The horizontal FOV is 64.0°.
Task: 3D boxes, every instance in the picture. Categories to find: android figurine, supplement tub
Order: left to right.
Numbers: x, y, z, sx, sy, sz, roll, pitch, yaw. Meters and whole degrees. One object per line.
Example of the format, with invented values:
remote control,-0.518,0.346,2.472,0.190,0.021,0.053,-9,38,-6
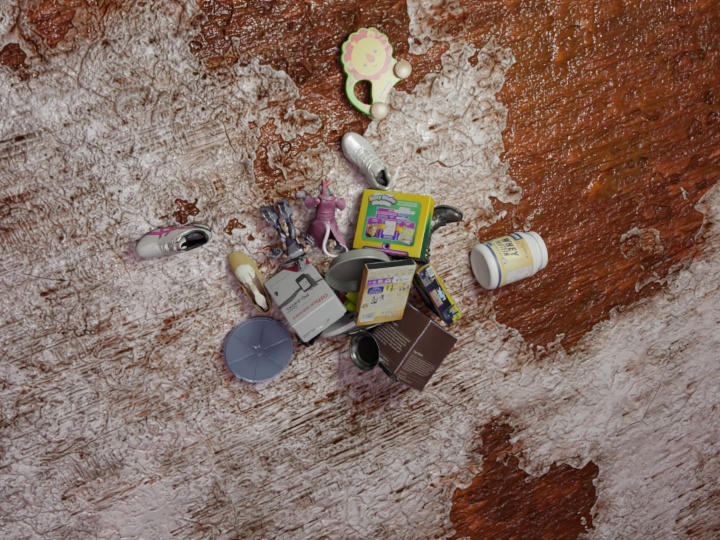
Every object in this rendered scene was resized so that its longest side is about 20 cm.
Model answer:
android figurine,0.035,0.062,1.723,0.200,0.041,0.182,38,91,-22
supplement tub,0.457,-0.035,1.774,0.199,0.144,0.145,-17,109,-13

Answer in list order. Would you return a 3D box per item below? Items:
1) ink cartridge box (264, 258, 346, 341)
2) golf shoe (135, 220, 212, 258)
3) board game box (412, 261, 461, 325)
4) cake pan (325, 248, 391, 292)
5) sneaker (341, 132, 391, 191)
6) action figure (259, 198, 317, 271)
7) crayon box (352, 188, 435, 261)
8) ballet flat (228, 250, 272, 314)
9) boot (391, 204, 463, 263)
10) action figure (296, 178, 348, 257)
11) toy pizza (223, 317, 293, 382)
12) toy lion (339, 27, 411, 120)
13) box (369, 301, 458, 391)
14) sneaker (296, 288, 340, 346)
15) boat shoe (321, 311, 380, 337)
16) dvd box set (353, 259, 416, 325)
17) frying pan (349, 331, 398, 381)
ink cartridge box,-0.153,0.074,1.574,0.145,0.200,0.084,-36,137,-6
golf shoe,-0.486,-0.077,1.492,0.199,0.092,0.073,-19,111,-11
board game box,0.202,0.047,1.704,0.057,0.165,0.201,-35,112,-5
cake pan,0.000,0.000,1.597,0.199,0.200,0.037,4,59,-19
sneaker,0.028,-0.300,1.588,0.078,0.099,0.200,-44,113,-2
action figure,-0.197,-0.089,1.570,0.130,0.069,0.201,-25,92,9
crayon box,0.092,-0.128,1.596,0.199,0.058,0.174,9,84,22
ballet flat,-0.299,0.035,1.597,0.068,0.063,0.201,-32,112,-6
boot,0.192,-0.094,1.640,0.199,0.175,0.069,-4,145,18
action figure,-0.102,-0.151,1.571,0.133,0.149,0.201,-4,120,-10
toy pizza,-0.295,0.228,1.669,0.199,0.032,0.202,-4,106,-15
toy lion,0.023,-0.535,1.549,0.191,0.069,0.201,29,95,-15
box,0.144,0.219,1.712,0.164,0.166,0.200,34,93,-42
sneaker,-0.113,0.136,1.676,0.075,0.079,0.201,28,94,-22
boat shoe,-0.023,0.164,1.696,0.199,0.071,0.064,-21,118,13
dvd box set,0.065,0.062,1.583,0.145,0.029,0.201,-7,130,-22
frying pan,0.043,0.236,1.636,0.031,0.189,0.116,-6,102,-50
